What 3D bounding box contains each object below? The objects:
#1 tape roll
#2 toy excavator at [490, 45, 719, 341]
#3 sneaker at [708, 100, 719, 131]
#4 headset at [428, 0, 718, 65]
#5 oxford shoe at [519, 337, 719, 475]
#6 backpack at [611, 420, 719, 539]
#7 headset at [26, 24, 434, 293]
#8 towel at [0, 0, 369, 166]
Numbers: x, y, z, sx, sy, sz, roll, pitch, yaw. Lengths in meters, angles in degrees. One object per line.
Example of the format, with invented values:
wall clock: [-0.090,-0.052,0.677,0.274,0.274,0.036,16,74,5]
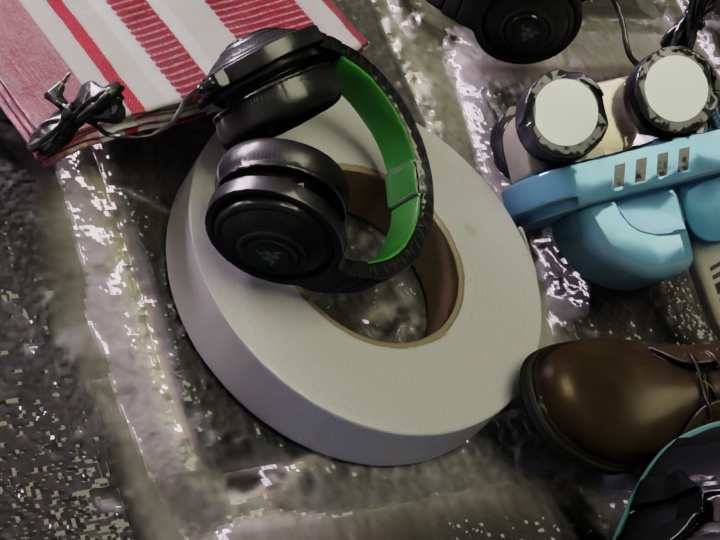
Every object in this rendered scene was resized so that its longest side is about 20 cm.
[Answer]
tape roll: [0.000,0.000,0.747,0.200,0.037,0.205,17,51,-22]
toy excavator: [0.182,-0.018,0.824,0.192,0.100,0.203,-13,87,-8]
sneaker: [0.307,-0.097,0.981,0.198,0.073,0.082,-16,66,-39]
headset: [0.118,-0.189,0.904,0.198,0.094,0.124,29,48,4]
oxford shoe: [0.165,0.060,0.758,0.198,0.084,0.074,6,63,-36]
backpack: [0.217,0.158,0.674,0.197,0.154,0.177,5,47,25]
headset: [-0.051,-0.053,0.689,0.199,0.093,0.125,13,63,-44]
towel: [-0.110,-0.130,0.755,0.198,0.023,0.144,-20,59,-34]
